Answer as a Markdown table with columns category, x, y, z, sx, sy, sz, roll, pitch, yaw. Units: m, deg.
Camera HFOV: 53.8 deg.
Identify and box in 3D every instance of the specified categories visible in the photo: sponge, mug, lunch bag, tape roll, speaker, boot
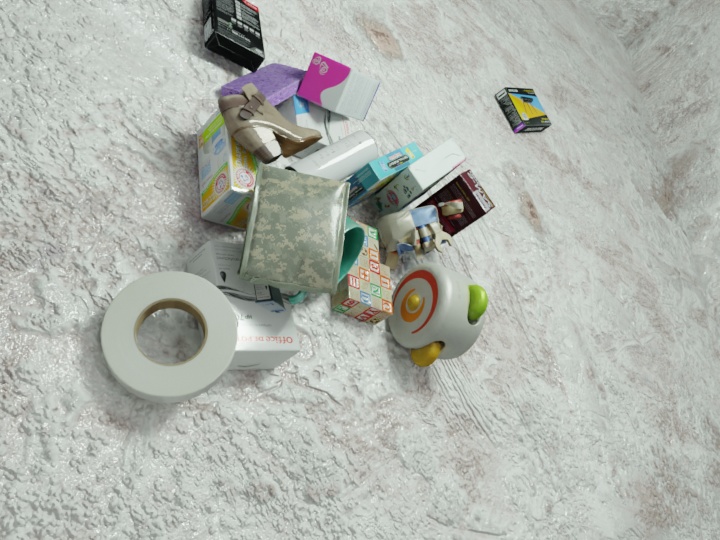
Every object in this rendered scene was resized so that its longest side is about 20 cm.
| category | x | y | z | sx | sy | sz | roll | pitch | yaw |
| --- | --- | --- | --- | --- | --- | --- | --- | --- | --- |
| sponge | -0.196 | -0.397 | 1.519 | 0.111 | 0.030 | 0.200 | 20 | 37 | 19 |
| mug | -0.092 | -0.043 | 1.335 | 0.114 | 0.152 | 0.185 | 36 | 45 | 20 |
| lunch bag | -0.111 | -0.056 | 1.187 | 0.164 | 0.118 | 0.200 | 11 | 65 | -10 |
| tape roll | -0.285 | 0.098 | 1.071 | 0.202 | 0.037 | 0.203 | 6 | 64 | -12 |
| speaker | -0.061 | -0.222 | 1.489 | 0.200 | 0.081 | 0.081 | -33 | 88 | -28 |
| boot | -0.167 | -0.279 | 1.311 | 0.146 | 0.070 | 0.200 | 56 | 36 | 0 |

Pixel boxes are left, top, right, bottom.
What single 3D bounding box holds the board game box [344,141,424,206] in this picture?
| category | x | y | z | sx | sy | sz | roll | pitch | yaw |
| --- | --- | --- | --- | --- | --- | --- | --- | --- | --- |
| board game box | 0.034 | -0.205 | 1.568 | 0.047 | 0.151 | 0.200 | 56 | 40 | 0 |

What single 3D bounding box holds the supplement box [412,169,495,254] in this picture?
| category | x | y | z | sx | sy | sz | roll | pitch | yaw |
| --- | --- | --- | --- | --- | --- | --- | --- | --- | --- |
| supplement box | 0.199 | -0.134 | 1.645 | 0.109 | 0.200 | 0.061 | 56 | 39 | 0 |

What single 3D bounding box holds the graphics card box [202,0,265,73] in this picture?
| category | x | y | z | sx | sy | sz | roll | pitch | yaw |
| --- | --- | --- | --- | --- | --- | --- | --- | --- | --- |
| graphics card box | -0.277 | -0.530 | 1.540 | 0.125 | 0.051 | 0.200 | 20 | 41 | -36 |

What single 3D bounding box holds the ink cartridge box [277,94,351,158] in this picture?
| category | x | y | z | sx | sy | sz | roll | pitch | yaw |
| --- | --- | --- | --- | --- | --- | --- | --- | --- | --- |
| ink cartridge box | -0.082 | -0.300 | 1.583 | 0.200 | 0.067 | 0.116 | 14 | 54 | -38 |

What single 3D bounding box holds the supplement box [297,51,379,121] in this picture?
| category | x | y | z | sx | sy | sz | roll | pitch | yaw |
| --- | --- | --- | --- | --- | --- | --- | --- | --- | --- |
| supplement box | -0.046 | -0.408 | 1.593 | 0.101 | 0.104 | 0.200 | 28 | 15 | 13 |

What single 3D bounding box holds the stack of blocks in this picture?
| category | x | y | z | sx | sy | sz | roll | pitch | yaw |
| --- | --- | --- | --- | --- | --- | --- | --- | --- | --- |
| stack of blocks | 0.000 | 0.000 | 1.467 | 0.115 | 0.059 | 0.200 | 22 | 50 | -34 |

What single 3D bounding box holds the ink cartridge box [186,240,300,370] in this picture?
| category | x | y | z | sx | sy | sz | roll | pitch | yaw |
| --- | --- | --- | --- | --- | --- | --- | --- | --- | --- |
| ink cartridge box | -0.200 | 0.061 | 1.209 | 0.146 | 0.086 | 0.200 | 5 | 59 | -43 |

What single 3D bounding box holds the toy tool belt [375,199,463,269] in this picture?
| category | x | y | z | sx | sy | sz | roll | pitch | yaw |
| --- | --- | --- | --- | --- | --- | --- | --- | --- | --- |
| toy tool belt | 0.139 | -0.078 | 1.571 | 0.125 | 0.200 | 0.123 | -148 | -134 | -86 |

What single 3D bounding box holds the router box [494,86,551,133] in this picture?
| category | x | y | z | sx | sy | sz | roll | pitch | yaw |
| --- | --- | --- | --- | --- | --- | --- | --- | --- | --- |
| router box | 0.548 | -0.538 | 2.379 | 0.200 | 0.051 | 0.149 | -15 | 77 | -49 |

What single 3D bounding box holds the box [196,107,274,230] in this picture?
| category | x | y | z | sx | sy | sz | roll | pitch | yaw |
| --- | --- | --- | --- | --- | --- | --- | --- | --- | --- |
| box | -0.232 | -0.193 | 1.327 | 0.101 | 0.112 | 0.200 | 14 | 56 | -39 |

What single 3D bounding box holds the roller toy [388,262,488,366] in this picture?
| category | x | y | z | sx | sy | sz | roll | pitch | yaw |
| --- | --- | --- | --- | --- | --- | --- | --- | --- | --- |
| roller toy | 0.151 | 0.085 | 1.466 | 0.140 | 0.200 | 0.182 | 22 | 15 | -34 |

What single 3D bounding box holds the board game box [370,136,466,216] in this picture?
| category | x | y | z | sx | sy | sz | roll | pitch | yaw |
| --- | --- | --- | --- | --- | --- | --- | --- | --- | --- |
| board game box | 0.127 | -0.202 | 1.589 | 0.147 | 0.200 | 0.064 | -35 | 91 | -27 |
